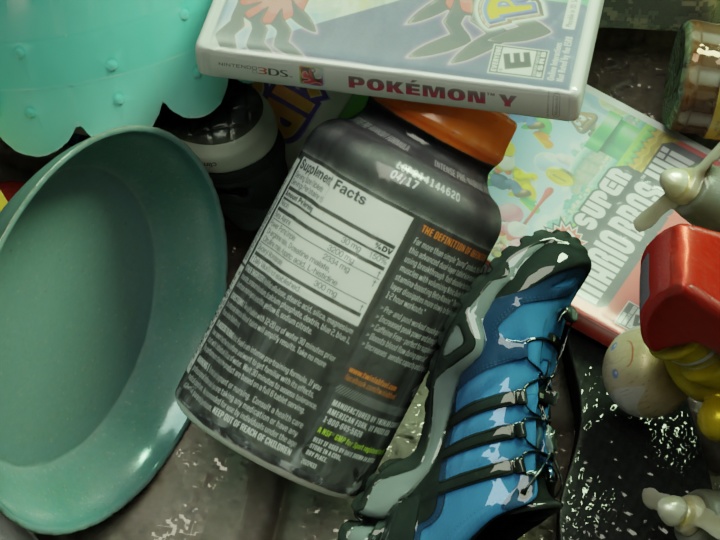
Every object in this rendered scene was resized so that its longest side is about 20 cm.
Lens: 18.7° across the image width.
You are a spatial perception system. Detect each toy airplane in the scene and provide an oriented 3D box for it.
[{"bbox_3d":[0.185,0.042,1.030,0.141,0.200,0.200,-11,18,28],"label":"toy airplane"}]

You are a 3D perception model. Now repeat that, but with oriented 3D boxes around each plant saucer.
[{"bbox_3d":[-0.135,0.025,1.048,0.036,0.200,0.200,16,62,29],"label":"plant saucer"}]

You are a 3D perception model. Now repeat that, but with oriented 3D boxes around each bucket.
[{"bbox_3d":[-0.149,-0.162,1.105,0.206,0.135,0.207,-6,28,3],"label":"bucket"}]

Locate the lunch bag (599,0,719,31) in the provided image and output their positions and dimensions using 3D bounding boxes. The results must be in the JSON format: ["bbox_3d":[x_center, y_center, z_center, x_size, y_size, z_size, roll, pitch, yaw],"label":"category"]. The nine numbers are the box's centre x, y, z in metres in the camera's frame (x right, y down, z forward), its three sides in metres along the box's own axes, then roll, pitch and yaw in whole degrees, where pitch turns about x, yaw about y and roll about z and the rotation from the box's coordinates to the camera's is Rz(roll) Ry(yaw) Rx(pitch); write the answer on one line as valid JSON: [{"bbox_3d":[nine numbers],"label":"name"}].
[{"bbox_3d":[0.127,-0.234,1.211,0.163,0.118,0.201,3,52,5],"label":"lunch bag"}]

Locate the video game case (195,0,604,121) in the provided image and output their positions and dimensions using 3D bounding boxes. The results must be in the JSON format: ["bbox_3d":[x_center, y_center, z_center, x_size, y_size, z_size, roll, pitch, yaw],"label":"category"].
[{"bbox_3d":[0.032,-0.159,1.064,0.181,0.023,0.201,8,50,10],"label":"video game case"}]

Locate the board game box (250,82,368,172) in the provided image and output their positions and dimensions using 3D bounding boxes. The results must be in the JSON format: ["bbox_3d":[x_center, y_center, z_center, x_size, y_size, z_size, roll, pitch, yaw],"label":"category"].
[{"bbox_3d":[-0.058,-0.115,1.211,0.200,0.030,0.096,40,70,18],"label":"board game box"}]

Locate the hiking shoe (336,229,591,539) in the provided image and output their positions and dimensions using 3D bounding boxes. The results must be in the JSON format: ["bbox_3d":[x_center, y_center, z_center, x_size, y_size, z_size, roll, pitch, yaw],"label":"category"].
[{"bbox_3d":[0.070,0.080,1.044,0.087,0.074,0.201,29,95,27],"label":"hiking shoe"}]

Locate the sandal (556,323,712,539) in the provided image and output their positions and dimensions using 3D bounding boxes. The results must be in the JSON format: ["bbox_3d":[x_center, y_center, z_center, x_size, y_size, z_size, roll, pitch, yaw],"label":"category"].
[{"bbox_3d":[0.134,0.094,1.082,0.075,0.048,0.201,3,49,2],"label":"sandal"}]

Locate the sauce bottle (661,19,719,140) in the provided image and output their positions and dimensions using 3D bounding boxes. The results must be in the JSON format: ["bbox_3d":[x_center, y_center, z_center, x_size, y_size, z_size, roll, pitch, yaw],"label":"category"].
[{"bbox_3d":[0.263,-0.090,1.159,0.199,0.065,0.065,7,62,-3],"label":"sauce bottle"}]

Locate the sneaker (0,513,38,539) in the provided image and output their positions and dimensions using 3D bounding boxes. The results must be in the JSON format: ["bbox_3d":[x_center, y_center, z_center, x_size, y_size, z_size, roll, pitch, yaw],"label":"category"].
[{"bbox_3d":[-0.242,0.106,1.016,0.199,0.140,0.078,24,76,9],"label":"sneaker"}]

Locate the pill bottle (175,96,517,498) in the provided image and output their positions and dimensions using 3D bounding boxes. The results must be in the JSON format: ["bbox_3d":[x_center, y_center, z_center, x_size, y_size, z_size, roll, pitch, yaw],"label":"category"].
[{"bbox_3d":[0.000,0.000,1.058,0.106,0.106,0.201,29,93,17],"label":"pill bottle"}]

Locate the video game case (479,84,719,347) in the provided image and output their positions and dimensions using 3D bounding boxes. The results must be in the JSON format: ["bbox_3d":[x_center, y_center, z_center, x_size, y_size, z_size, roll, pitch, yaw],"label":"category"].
[{"bbox_3d":[0.103,-0.042,1.143,0.200,0.017,0.143,29,53,14],"label":"video game case"}]

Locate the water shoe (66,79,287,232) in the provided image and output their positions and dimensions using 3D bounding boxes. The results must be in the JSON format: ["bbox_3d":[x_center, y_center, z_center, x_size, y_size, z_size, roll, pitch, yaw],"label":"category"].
[{"bbox_3d":[-0.118,-0.070,1.165,0.071,0.079,0.200,-41,41,-25],"label":"water shoe"}]

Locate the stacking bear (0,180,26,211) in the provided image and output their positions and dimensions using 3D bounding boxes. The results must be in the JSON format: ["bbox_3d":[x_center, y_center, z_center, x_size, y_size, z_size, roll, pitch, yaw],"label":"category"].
[{"bbox_3d":[-0.211,-0.005,1.052,0.121,0.200,0.114,10,96,29],"label":"stacking bear"}]
